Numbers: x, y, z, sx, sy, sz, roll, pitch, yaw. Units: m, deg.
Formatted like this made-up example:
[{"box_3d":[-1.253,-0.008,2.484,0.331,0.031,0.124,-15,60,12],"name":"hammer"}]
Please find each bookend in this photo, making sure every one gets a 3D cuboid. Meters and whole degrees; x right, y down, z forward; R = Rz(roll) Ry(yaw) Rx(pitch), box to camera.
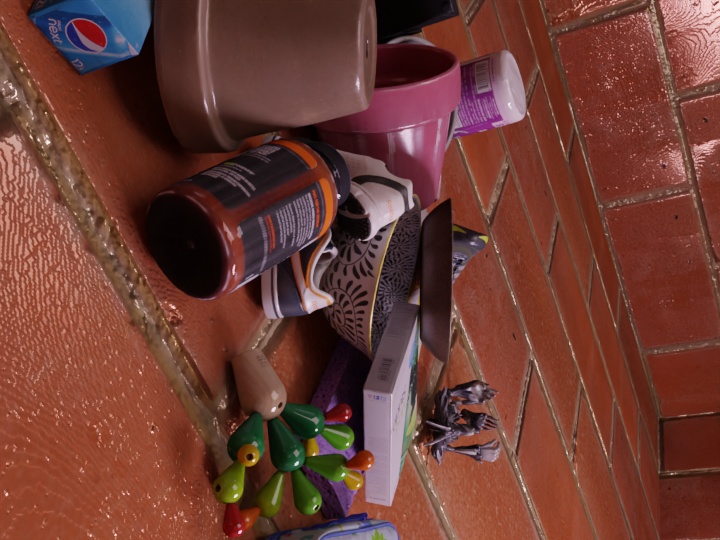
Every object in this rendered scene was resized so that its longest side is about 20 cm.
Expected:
[{"box_3d":[0.051,-0.372,1.165,0.199,0.199,0.093,-36,112,-62],"name":"bookend"}]

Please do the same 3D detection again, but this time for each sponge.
[{"box_3d":[-0.018,0.175,0.984,0.200,0.030,0.112,-64,137,-54],"name":"sponge"}]

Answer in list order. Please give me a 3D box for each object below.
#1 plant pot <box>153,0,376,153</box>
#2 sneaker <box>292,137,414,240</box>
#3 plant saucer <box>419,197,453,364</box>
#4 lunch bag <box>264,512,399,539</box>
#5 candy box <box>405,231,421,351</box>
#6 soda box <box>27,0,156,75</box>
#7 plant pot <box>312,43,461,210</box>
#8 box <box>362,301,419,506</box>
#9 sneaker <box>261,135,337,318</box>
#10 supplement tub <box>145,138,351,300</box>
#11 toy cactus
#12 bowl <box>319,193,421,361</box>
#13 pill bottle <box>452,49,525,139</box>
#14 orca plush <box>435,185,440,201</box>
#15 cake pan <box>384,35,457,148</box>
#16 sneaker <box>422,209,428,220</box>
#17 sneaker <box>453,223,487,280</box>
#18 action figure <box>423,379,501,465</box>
[{"box_3d":[-0.076,-0.206,0.789,0.200,0.174,0.201,3,90,-83],"name":"plant pot"},{"box_3d":[-0.017,-0.098,0.937,0.080,0.200,0.074,-26,132,-24],"name":"sneaker"},{"box_3d":[0.090,0.012,1.024,0.200,0.036,0.202,1,90,-88],"name":"plant saucer"},{"box_3d":[-0.023,0.330,0.844,0.200,0.082,0.162,20,63,-62],"name":"lunch bag"},{"box_3d":[0.069,0.042,1.140,0.102,0.026,0.201,-17,119,-65],"name":"candy box"},{"box_3d":[-0.209,-0.266,0.727,0.068,0.064,0.201,51,35,-45],"name":"soda box"},{"box_3d":[0.030,-0.173,1.068,0.200,0.199,0.180,-61,149,-55],"name":"plant pot"},{"box_3d":[0.038,0.158,0.990,0.145,0.036,0.201,-67,163,-47],"name":"box"},{"box_3d":[-0.065,-0.049,0.906,0.078,0.079,0.201,59,26,-77],"name":"sneaker"},{"box_3d":[-0.092,-0.057,0.781,0.200,0.107,0.107,-34,111,-46],"name":"supplement tub"},{"box_3d":[-0.076,0.153,0.801,0.200,0.102,0.166,-16,77,-46],"name":"toy cactus"},{"box_3d":[0.000,0.000,0.989,0.201,0.094,0.202,13,90,-77],"name":"bowl"},{"box_3d":[0.149,-0.265,1.325,0.112,0.199,0.113,36,48,-55],"name":"pill bottle"},{"box_3d":[0.074,-0.194,1.164,0.105,0.071,0.201,-101,-170,-61],"name":"orca plush"},{"box_3d":[0.059,-0.233,1.214,0.200,0.037,0.201,-11,107,-38],"name":"cake pan"},{"box_3d":[0.037,-0.069,1.159,0.081,0.076,0.200,58,31,-27],"name":"sneaker"},{"box_3d":[0.123,-0.006,1.213,0.200,0.074,0.081,128,-23,-65],"name":"sneaker"},{"box_3d":[0.161,0.221,1.262,0.200,0.102,0.120,-15,105,-67],"name":"action figure"}]
